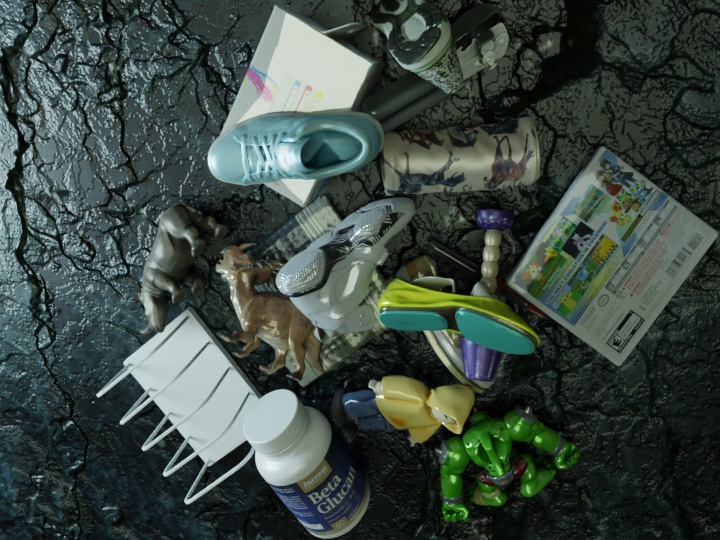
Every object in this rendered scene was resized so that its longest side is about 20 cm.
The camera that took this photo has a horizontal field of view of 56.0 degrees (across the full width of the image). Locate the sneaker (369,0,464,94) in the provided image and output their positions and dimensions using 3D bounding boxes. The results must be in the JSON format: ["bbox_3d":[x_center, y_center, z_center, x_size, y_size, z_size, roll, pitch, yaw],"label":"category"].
[{"bbox_3d":[0.066,-0.252,0.736,0.076,0.203,0.089,-31,129,20],"label":"sneaker"}]

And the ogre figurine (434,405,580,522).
[{"bbox_3d":[0.185,0.251,0.905,0.196,0.099,0.122,-18,115,24],"label":"ogre figurine"}]

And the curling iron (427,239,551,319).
[{"bbox_3d":[0.176,0.007,0.871,0.196,0.026,0.051,25,100,1],"label":"curling iron"}]

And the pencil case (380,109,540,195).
[{"bbox_3d":[0.113,-0.138,0.809,0.194,0.091,0.079,-3,141,10],"label":"pencil case"}]

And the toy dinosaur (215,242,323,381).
[{"bbox_3d":[-0.103,0.056,0.869,0.198,0.085,0.138,33,69,-19],"label":"toy dinosaur"}]

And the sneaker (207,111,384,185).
[{"bbox_3d":[-0.075,-0.128,0.701,0.194,0.082,0.076,-10,105,11],"label":"sneaker"}]

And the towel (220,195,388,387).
[{"bbox_3d":[-0.062,0.032,0.912,0.190,0.035,0.202,-34,97,13],"label":"towel"}]

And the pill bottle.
[{"bbox_3d":[-0.072,0.255,0.901,0.109,0.112,0.202,-21,124,13],"label":"pill bottle"}]

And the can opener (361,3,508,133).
[{"bbox_3d":[0.086,-0.229,0.786,0.198,0.053,0.067,-35,61,-2],"label":"can opener"}]

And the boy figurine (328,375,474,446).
[{"bbox_3d":[0.060,0.189,0.892,0.195,0.065,0.126,-8,126,30],"label":"boy figurine"}]

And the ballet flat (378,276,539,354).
[{"bbox_3d":[0.113,0.042,0.782,0.195,0.068,0.067,8,146,26],"label":"ballet flat"}]

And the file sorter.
[{"bbox_3d":[-0.239,0.187,0.930,0.137,0.125,0.202,-35,99,15],"label":"file sorter"}]

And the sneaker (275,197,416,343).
[{"bbox_3d":[0.000,0.000,0.844,0.198,0.075,0.116,-34,113,-9],"label":"sneaker"}]

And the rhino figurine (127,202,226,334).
[{"bbox_3d":[-0.256,0.002,0.908,0.087,0.059,0.203,37,111,22],"label":"rhino figurine"}]

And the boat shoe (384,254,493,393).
[{"bbox_3d":[0.118,0.071,0.871,0.068,0.075,0.201,-38,104,12],"label":"boat shoe"}]

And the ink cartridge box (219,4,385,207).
[{"bbox_3d":[-0.062,-0.203,0.788,0.123,0.129,0.203,28,108,-1],"label":"ink cartridge box"}]

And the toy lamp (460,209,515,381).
[{"bbox_3d":[0.154,0.031,0.825,0.056,0.058,0.206,4,85,6],"label":"toy lamp"}]

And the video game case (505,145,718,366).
[{"bbox_3d":[0.306,-0.015,0.833,0.180,0.022,0.202,34,100,-3],"label":"video game case"}]
